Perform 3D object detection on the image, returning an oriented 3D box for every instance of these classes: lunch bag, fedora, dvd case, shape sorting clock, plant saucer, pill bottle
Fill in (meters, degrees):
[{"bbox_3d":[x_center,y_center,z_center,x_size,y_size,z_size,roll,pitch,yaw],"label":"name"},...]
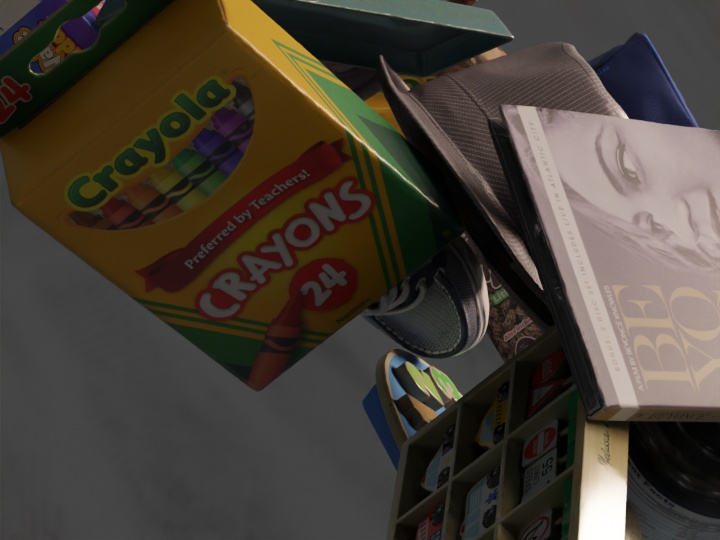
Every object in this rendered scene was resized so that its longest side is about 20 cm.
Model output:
[{"bbox_3d":[0.183,-0.049,1.899,0.136,0.132,0.200,59,6,-43],"label":"lunch bag"},{"bbox_3d":[0.089,-0.048,1.315,0.177,0.090,0.200,54,-2,20],"label":"fedora"},{"bbox_3d":[0.155,-0.001,1.229,0.200,0.016,0.149,3,60,-39],"label":"dvd case"},{"bbox_3d":[0.072,0.122,1.377,0.200,0.039,0.200,47,17,-19],"label":"shape sorting clock"},{"bbox_3d":[-0.024,-0.119,1.283,0.200,0.070,0.019,5,74,-39],"label":"plant saucer"},{"bbox_3d":[0.173,0.078,1.361,0.112,0.112,0.200,56,-21,12],"label":"pill bottle"}]

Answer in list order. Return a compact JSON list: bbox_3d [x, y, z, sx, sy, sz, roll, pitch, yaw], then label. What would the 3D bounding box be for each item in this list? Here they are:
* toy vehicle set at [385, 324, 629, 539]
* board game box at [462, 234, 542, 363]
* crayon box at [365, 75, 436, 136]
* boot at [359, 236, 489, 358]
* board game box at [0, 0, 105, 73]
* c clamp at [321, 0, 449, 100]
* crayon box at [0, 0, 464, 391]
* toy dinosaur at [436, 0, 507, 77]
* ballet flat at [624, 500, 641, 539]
[{"bbox_3d":[0.061,0.104,1.177,0.027,0.124,0.200,42,26,-17],"label":"toy vehicle set"},{"bbox_3d":[0.124,-0.014,1.709,0.159,0.097,0.200,24,32,-60],"label":"board game box"},{"bbox_3d":[0.000,-0.109,1.523,0.126,0.052,0.200,-2,41,-15],"label":"crayon box"},{"bbox_3d":[0.000,0.000,1.344,0.200,0.073,0.090,50,30,-37],"label":"boot"},{"bbox_3d":[-0.109,-0.105,1.345,0.134,0.045,0.200,50,16,-7],"label":"board game box"},{"bbox_3d":[-0.017,-0.184,1.367,0.200,0.171,0.027,67,27,-6],"label":"c clamp"},{"bbox_3d":[-0.065,-0.044,1.193,0.200,0.127,0.051,39,21,-37],"label":"crayon box"},{"bbox_3d":[0.012,-0.182,1.455,0.136,0.086,0.200,-12,91,-61],"label":"toy dinosaur"},{"bbox_3d":[0.083,0.138,1.233,0.200,0.067,0.062,-61,146,-56],"label":"ballet flat"}]
